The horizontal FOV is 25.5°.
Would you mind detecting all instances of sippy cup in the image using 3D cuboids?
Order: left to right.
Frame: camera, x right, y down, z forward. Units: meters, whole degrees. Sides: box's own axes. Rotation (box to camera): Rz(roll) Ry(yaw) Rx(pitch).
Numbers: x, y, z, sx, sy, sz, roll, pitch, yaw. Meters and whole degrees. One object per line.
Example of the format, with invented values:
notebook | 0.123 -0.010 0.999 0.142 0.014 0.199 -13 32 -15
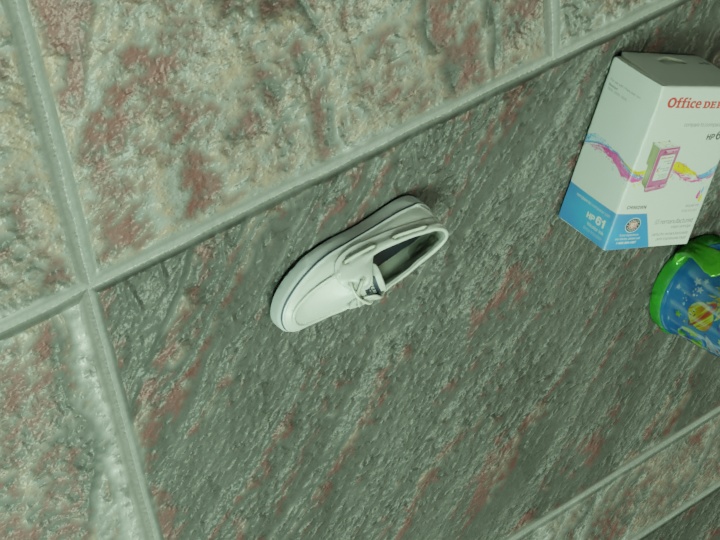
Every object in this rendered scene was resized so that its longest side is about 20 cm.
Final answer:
sippy cup | 0.449 0.046 1.968 0.177 0.130 0.141 11 112 -43

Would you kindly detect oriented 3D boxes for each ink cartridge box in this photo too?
ink cartridge box | 0.323 -0.132 1.762 0.143 0.085 0.202 -5 122 -37

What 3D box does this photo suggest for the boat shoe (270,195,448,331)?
boat shoe | 0.000 0.000 1.600 0.199 0.065 0.074 -39 138 -11
